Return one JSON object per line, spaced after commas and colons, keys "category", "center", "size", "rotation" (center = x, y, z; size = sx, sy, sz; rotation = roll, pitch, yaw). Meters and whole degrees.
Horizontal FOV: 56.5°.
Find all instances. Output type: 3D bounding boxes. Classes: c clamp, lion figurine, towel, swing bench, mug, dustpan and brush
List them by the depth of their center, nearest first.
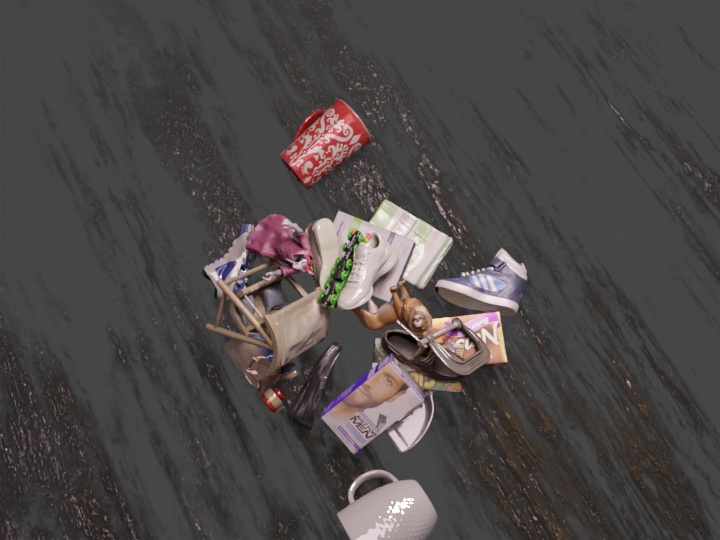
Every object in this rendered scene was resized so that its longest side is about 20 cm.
{"category": "mug", "center": [0.050, 0.499, 1.377], "size": [0.174, 0.149, 0.200], "rotation": [-29, 43, -12]}
{"category": "c clamp", "center": [0.189, 0.145, 1.409], "size": [0.171, 0.199, 0.027], "rotation": [49, 124, 24]}
{"category": "swing bench", "center": [-0.188, 0.093, 1.448], "size": [0.199, 0.199, 0.131], "rotation": [31, 119, 19]}
{"category": "dustpan and brush", "center": [0.128, 0.284, 1.470], "size": [0.199, 0.057, 0.140], "rotation": [-36, 74, -9]}
{"category": "lion figurine", "center": [0.063, 0.096, 1.496], "size": [0.198, 0.072, 0.124], "rotation": [-13, 102, 35]}
{"category": "towel", "center": [0.102, -0.066, 1.596], "size": [0.199, 0.031, 0.150], "rotation": [33, 76, 12]}
{"category": "mug", "center": [-0.095, -0.304, 1.650], "size": [0.200, 0.177, 0.134], "rotation": [-42, 112, -6]}

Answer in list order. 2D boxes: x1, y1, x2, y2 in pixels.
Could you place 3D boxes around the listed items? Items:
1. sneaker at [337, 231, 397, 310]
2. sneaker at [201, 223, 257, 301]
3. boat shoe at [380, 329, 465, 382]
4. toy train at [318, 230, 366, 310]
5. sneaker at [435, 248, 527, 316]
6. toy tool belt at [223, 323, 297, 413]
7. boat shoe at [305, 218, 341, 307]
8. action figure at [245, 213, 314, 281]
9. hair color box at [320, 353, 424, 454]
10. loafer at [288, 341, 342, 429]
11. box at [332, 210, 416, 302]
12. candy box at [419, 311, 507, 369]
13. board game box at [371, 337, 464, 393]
{"category": "sneaker", "center": [0.000, 0.000, 1.466], "size": [0.074, 0.100, 0.201], "rotation": [3, 46, 43]}
{"category": "sneaker", "center": [-0.309, -0.017, 1.573], "size": [0.114, 0.081, 0.202], "rotation": [6, 75, 2]}
{"category": "boat shoe", "center": [0.132, 0.181, 1.417], "size": [0.198, 0.073, 0.075], "rotation": [18, 76, 13]}
{"category": "toy train", "center": [-0.038, 0.001, 1.497], "size": [0.041, 0.057, 0.201], "rotation": [13, 64, 24]}
{"category": "sneaker", "center": [0.284, 0.012, 1.545], "size": [0.198, 0.081, 0.148], "rotation": [15, 66, 11]}
{"category": "toy tool belt", "center": [-0.202, 0.203, 1.475], "size": [0.123, 0.125, 0.200], "rotation": [-38, 57, -13]}
{"category": "boat shoe", "center": [-0.084, -0.014, 1.530], "size": [0.072, 0.060, 0.204], "rotation": [-9, 92, -41]}
{"category": "action figure", "center": [-0.161, -0.037, 1.480], "size": [0.199, 0.149, 0.135], "rotation": [36, 94, 34]}
{"category": "hair color box", "center": [0.026, 0.283, 1.422], "size": [0.200, 0.065, 0.109], "rotation": [-41, 93, 14]}
{"category": "loafer", "center": [-0.088, 0.255, 1.489], "size": [0.070, 0.068, 0.202], "rotation": [29, 81, 3]}
{"category": "box", "center": [0.010, -0.031, 1.568], "size": [0.198, 0.041, 0.157], "rotation": [23, 85, 14]}
{"category": "candy box", "center": [0.222, 0.165, 1.505], "size": [0.198, 0.057, 0.118], "rotation": [-6, 73, 4]}
{"category": "board game box", "center": [0.125, 0.207, 1.461], "size": [0.198, 0.023, 0.106], "rotation": [3, 76, 10]}
